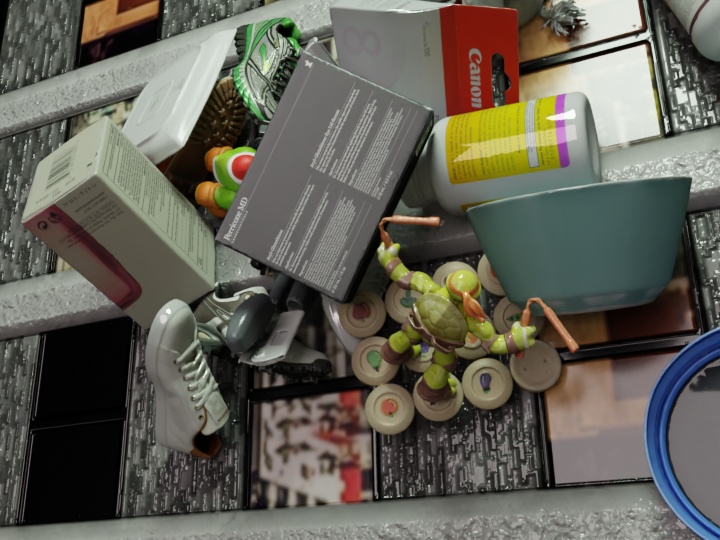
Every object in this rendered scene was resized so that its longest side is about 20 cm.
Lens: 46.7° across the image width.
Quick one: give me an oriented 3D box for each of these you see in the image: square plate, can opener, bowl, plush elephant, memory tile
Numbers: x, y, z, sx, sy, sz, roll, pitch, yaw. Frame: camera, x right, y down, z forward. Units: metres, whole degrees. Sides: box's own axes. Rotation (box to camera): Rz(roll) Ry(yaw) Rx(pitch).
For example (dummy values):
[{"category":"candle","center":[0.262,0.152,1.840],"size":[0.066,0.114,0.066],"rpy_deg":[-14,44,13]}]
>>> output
[{"category":"square plate","center":[-0.251,-0.207,1.062],"size":[0.197,0.028,0.201],"rpy_deg":[-18,46,44]},{"category":"can opener","center":[-0.079,0.026,0.885],"size":[0.052,0.067,0.200],"rpy_deg":[-5,32,22]},{"category":"bowl","center":[0.201,-0.018,0.756],"size":[0.199,0.201,0.106],"rpy_deg":[-7,90,24]},{"category":"plush elephant","center":[0.137,-0.331,0.908],"size":[0.199,0.155,0.165],"rpy_deg":[24,83,32]},{"category":"memory tile","center":[0.086,0.069,0.826],"size":[0.199,0.017,0.154],"rpy_deg":[-17,74,4]},{"category":"bowl","center":[0.342,0.142,0.696],"size":[0.199,0.039,0.202],"rpy_deg":[-9,68,23]}]

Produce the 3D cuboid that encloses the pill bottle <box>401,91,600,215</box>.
[{"category":"pill bottle","center":[0.138,-0.114,0.856],"size":[0.199,0.104,0.105],"rpy_deg":[-7,68,23]}]

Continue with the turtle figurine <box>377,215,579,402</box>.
[{"category":"turtle figurine","center":[0.080,0.053,0.739],"size":[0.199,0.162,0.064],"rpy_deg":[32,49,10]}]

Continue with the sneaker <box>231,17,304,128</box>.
[{"category":"sneaker","center":[-0.109,-0.249,1.034],"size":[0.085,0.078,0.201],"rpy_deg":[-18,54,15]}]

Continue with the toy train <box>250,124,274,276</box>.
[{"category":"toy train","center":[-0.097,-0.072,0.927],"size":[0.045,0.201,0.034],"rpy_deg":[6,41,-3]}]

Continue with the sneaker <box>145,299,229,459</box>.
[{"category":"sneaker","center":[-0.177,0.121,0.898],"size":[0.084,0.201,0.073],"rpy_deg":[18,38,19]}]

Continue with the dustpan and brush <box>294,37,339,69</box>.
[{"category":"dustpan and brush","center":[-0.040,-0.182,0.949],"size":[0.057,0.140,0.200],"rpy_deg":[-49,16,-31]}]

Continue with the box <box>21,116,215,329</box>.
[{"category":"box","center":[-0.270,-0.052,0.962],"size":[0.109,0.200,0.128],"rpy_deg":[-30,37,13]}]

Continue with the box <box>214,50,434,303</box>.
[{"category":"box","center":[-0.032,-0.087,0.814],"size":[0.140,0.079,0.201],"rpy_deg":[26,91,5]}]

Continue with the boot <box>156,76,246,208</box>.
[{"category":"boot","center":[-0.225,-0.171,1.070],"size":[0.107,0.075,0.201],"rpy_deg":[40,100,39]}]

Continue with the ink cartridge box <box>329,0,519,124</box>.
[{"category":"ink cartridge box","center":[0.068,-0.205,0.894],"size":[0.199,0.163,0.057],"rpy_deg":[20,46,33]}]

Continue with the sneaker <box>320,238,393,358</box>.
[{"category":"sneaker","center":[0.000,0.000,0.902],"size":[0.080,0.070,0.202],"rpy_deg":[-16,64,17]}]

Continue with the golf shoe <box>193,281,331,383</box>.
[{"category":"golf shoe","center":[-0.112,0.065,0.929],"size":[0.199,0.078,0.095],"rpy_deg":[14,77,29]}]

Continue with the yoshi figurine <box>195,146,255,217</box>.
[{"category":"yoshi figurine","center":[-0.096,-0.108,0.993],"size":[0.199,0.113,0.112],"rpy_deg":[-1,29,41]}]

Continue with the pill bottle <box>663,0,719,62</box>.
[{"category":"pill bottle","center":[0.356,-0.276,0.806],"size":[0.109,0.110,0.201],"rpy_deg":[-28,61,14]}]
